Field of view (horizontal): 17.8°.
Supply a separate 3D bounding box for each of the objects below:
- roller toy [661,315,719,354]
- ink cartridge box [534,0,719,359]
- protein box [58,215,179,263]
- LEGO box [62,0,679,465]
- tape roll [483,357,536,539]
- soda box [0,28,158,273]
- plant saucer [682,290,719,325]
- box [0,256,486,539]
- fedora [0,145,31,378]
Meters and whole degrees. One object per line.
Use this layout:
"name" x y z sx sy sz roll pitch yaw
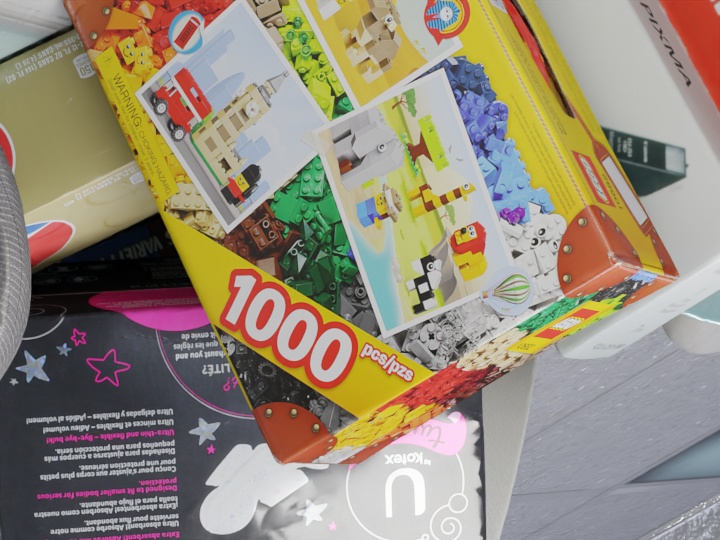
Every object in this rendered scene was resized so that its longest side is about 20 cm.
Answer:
"roller toy" 0.245 -0.036 1.383 0.199 0.140 0.182 -33 163 22
"ink cartridge box" 0.110 -0.094 0.880 0.173 0.201 0.043 -34 161 25
"protein box" -0.089 0.097 1.144 0.134 0.199 0.200 -23 170 -11
"LEGO box" 0.002 -0.049 0.851 0.149 0.201 0.077 -32 164 18
"tape roll" 0.042 0.118 1.137 0.037 0.204 0.203 15 157 -3
"soda box" -0.179 -0.019 0.913 0.199 0.064 0.068 -27 164 -2
"plant saucer" 0.201 -0.061 1.089 0.200 0.039 0.202 0 128 0
"box" -0.056 0.058 0.974 0.199 0.116 0.132 -3 -170 -8
"fedora" -0.216 -0.009 0.786 0.199 0.178 0.090 4 -174 -25
